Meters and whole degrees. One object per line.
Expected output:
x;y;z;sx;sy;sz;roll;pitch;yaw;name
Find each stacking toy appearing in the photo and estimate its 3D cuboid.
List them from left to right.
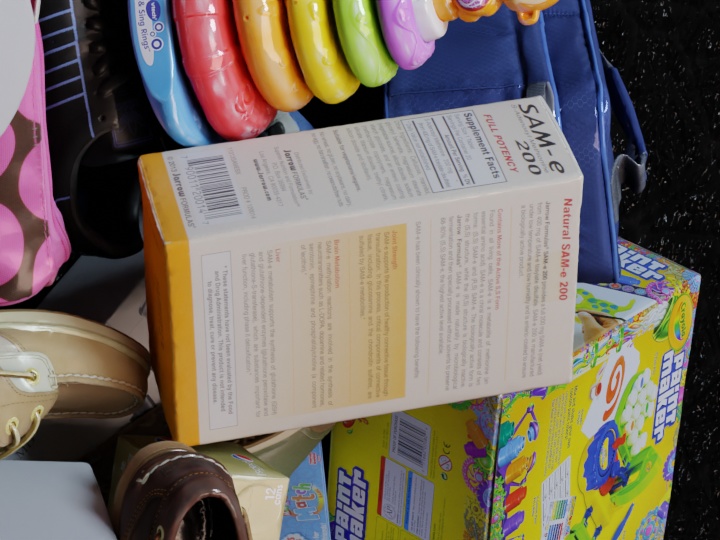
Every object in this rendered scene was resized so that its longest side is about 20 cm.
0.000;-0.123;1.222;0.110;0.199;0.117;12;72;-74;stacking toy

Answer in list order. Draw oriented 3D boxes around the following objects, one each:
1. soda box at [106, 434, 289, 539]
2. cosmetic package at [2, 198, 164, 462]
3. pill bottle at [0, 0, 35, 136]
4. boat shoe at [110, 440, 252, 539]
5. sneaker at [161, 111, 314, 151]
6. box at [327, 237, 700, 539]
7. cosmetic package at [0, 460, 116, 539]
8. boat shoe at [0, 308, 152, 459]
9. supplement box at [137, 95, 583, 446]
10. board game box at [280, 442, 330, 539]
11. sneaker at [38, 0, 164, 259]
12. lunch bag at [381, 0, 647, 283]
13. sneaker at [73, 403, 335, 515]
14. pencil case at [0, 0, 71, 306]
-0.091;0.184;1.269;0.067;0.064;0.201;6;100;-28;soda box
-0.128;0.077;1.369;0.200;0.052;0.151;-51;138;-16;cosmetic package
-0.225;-0.109;1.028;0.113;0.199;0.114;-27;129;-38;pill bottle
-0.081;0.181;1.199;0.070;0.070;0.201;-10;107;-24;boat shoe
-0.024;-0.027;1.349;0.078;0.201;0.089;-31;-174;14;sneaker
0.087;0.099;1.538;0.192;0.122;0.201;-26;131;-42;box
-0.222;0.196;1.202;0.198;0.123;0.201;4;112;-17;cosmetic package
-0.183;0.057;1.207;0.199;0.074;0.067;7;61;-34;boat shoe
0.000;0.000;1.242;0.199;0.074;0.127;-8;129;-11;supplement box
-0.035;0.212;1.485;0.036;0.152;0.201;0;118;-4;board game box
-0.125;-0.102;1.249;0.070;0.078;0.201;-20;124;-42;sneaker
0.079;-0.076;1.383;0.131;0.201;0.136;-8;129;1;lunch bag
-0.091;0.123;1.342;0.200;0.067;0.090;-29;127;-27;sneaker
-0.175;-0.079;1.185;0.091;0.093;0.201;-81;172;-54;pencil case
